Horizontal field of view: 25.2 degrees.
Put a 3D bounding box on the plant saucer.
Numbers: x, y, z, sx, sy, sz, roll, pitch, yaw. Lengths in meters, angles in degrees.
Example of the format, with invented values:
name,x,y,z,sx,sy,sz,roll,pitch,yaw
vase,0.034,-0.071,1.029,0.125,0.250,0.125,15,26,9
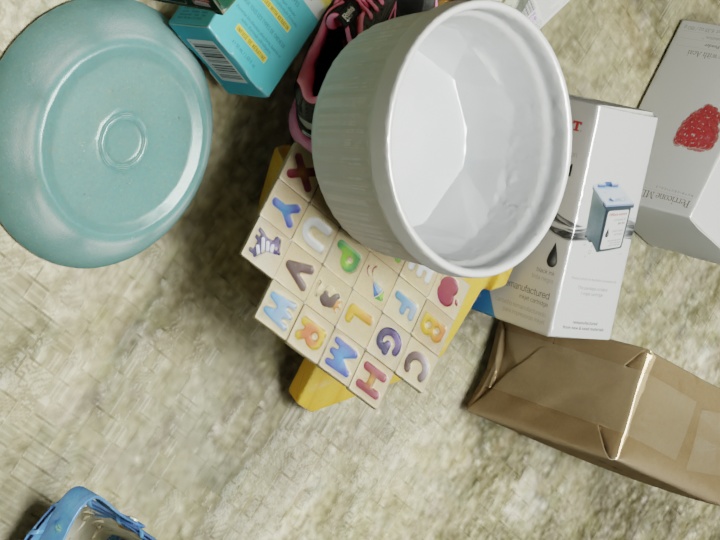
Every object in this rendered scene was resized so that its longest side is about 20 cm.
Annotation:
name,x,y,z,sx,sy,sz,roll,pitch,yaw
plant saucer,-0.179,-0.096,1.165,0.199,0.036,0.201,-14,112,-39

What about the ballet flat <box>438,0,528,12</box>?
name,x,y,z,sx,sy,sz,roll,pitch,yaw
ballet flat,0.084,-0.207,1.329,0.200,0.064,0.068,-42,103,-15

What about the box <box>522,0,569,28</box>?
name,x,y,z,sx,sy,sz,roll,pitch,yaw
box,0.186,-0.275,1.436,0.200,0.039,0.042,-45,129,-22

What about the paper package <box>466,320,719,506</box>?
name,x,y,z,sx,sy,sz,roll,pitch,yaw
paper package,0.234,0.131,1.503,0.199,0.190,0.104,25,82,-44

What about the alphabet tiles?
name,x,y,z,sx,sy,sz,roll,pitch,yaw
alphabet tiles,0.000,0.000,1.226,0.200,0.006,0.167,39,64,-30

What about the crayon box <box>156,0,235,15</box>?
name,x,y,z,sx,sy,sz,roll,pitch,yaw
crayon box,-0.083,-0.273,1.135,0.200,0.127,0.051,-52,131,-19

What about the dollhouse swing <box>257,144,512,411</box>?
name,x,y,z,sx,sy,sz,roll,pitch,yaw
dollhouse swing,0.004,-0.010,1.359,0.199,0.176,0.183,-17,73,-37

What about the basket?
name,x,y,z,sx,sy,sz,roll,pitch,yaw
basket,-0.208,0.254,1.162,0.177,0.139,0.200,-60,163,-10

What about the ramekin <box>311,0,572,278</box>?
name,x,y,z,sx,sy,sz,roll,pitch,yaw
ramekin,0.056,-0.098,1.192,0.199,0.105,0.202,-6,99,-43

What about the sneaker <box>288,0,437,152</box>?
name,x,y,z,sx,sy,sz,roll,pitch,yaw
sneaker,0.002,-0.189,1.244,0.095,0.079,0.201,67,44,-68

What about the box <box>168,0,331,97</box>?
name,x,y,z,sx,sy,sz,roll,pitch,yaw
box,-0.055,-0.233,1.212,0.082,0.049,0.201,47,66,-40

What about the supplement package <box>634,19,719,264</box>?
name,x,y,z,sx,sy,sz,roll,pitch,yaw
supplement package,0.343,-0.123,1.570,0.120,0.121,0.201,35,78,-43

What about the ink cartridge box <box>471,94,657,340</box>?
name,x,y,z,sx,sy,sz,roll,pitch,yaw
ink cartridge box,0.163,-0.054,1.411,0.085,0.146,0.201,3,101,-40
